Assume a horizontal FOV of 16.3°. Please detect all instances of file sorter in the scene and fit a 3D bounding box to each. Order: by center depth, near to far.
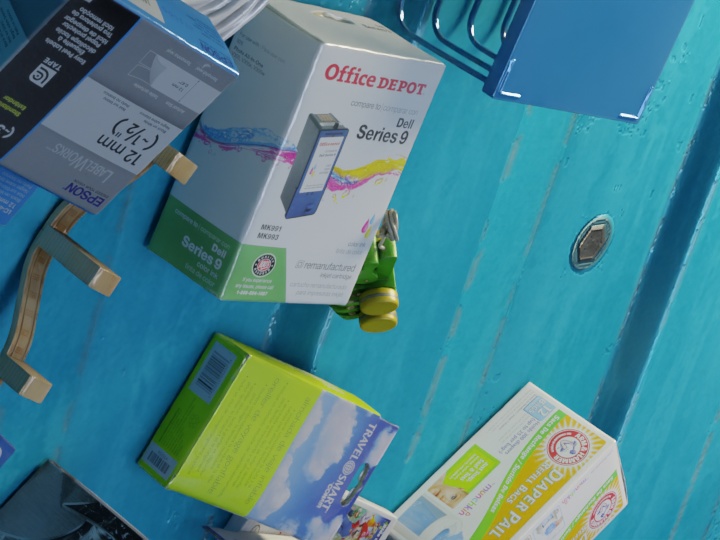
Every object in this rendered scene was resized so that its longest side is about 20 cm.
[{"bbox_3d":[0.142,-0.206,1.884,0.199,0.122,0.140,4,114,-52],"label":"file sorter"}]

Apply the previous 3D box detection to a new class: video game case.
[{"bbox_3d":[-0.058,0.241,2.099,0.144,0.018,0.200,-57,146,1],"label":"video game case"}]

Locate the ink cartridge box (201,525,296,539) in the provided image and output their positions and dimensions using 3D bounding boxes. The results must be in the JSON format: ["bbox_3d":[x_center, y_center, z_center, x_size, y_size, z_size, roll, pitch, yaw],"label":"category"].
[{"bbox_3d":[-0.010,0.273,1.994,0.199,0.197,0.047,10,109,-52],"label":"ink cartridge box"}]

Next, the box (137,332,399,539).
[{"bbox_3d":[-0.069,0.135,1.955,0.200,0.048,0.122,28,95,-49],"label":"box"}]

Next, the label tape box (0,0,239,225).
[{"bbox_3d":[-0.195,-0.100,1.548,0.200,0.066,0.143,-44,139,15],"label":"label tape box"}]

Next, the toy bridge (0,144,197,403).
[{"bbox_3d":[-0.191,-0.007,1.688,0.201,0.067,0.027,-56,146,2],"label":"toy bridge"}]

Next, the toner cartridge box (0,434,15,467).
[{"bbox_3d":[-0.328,0.165,1.682,0.200,0.043,0.095,-50,144,-9],"label":"toner cartridge box"}]

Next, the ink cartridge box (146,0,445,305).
[{"bbox_3d":[-0.045,-0.082,1.790,0.145,0.087,0.201,5,112,-51],"label":"ink cartridge box"}]

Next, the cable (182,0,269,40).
[{"bbox_3d":[-0.114,-0.234,1.597,0.200,0.069,0.200,-48,146,-11],"label":"cable"}]

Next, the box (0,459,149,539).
[{"bbox_3d":[-0.231,0.254,1.773,0.200,0.158,0.048,-46,147,-13],"label":"box"}]

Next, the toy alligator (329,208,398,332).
[{"bbox_3d":[0.000,0.000,1.915,0.054,0.060,0.200,-6,158,-3],"label":"toy alligator"}]

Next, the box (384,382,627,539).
[{"bbox_3d":[0.130,0.216,2.226,0.200,0.112,0.102,-43,144,-20],"label":"box"}]
